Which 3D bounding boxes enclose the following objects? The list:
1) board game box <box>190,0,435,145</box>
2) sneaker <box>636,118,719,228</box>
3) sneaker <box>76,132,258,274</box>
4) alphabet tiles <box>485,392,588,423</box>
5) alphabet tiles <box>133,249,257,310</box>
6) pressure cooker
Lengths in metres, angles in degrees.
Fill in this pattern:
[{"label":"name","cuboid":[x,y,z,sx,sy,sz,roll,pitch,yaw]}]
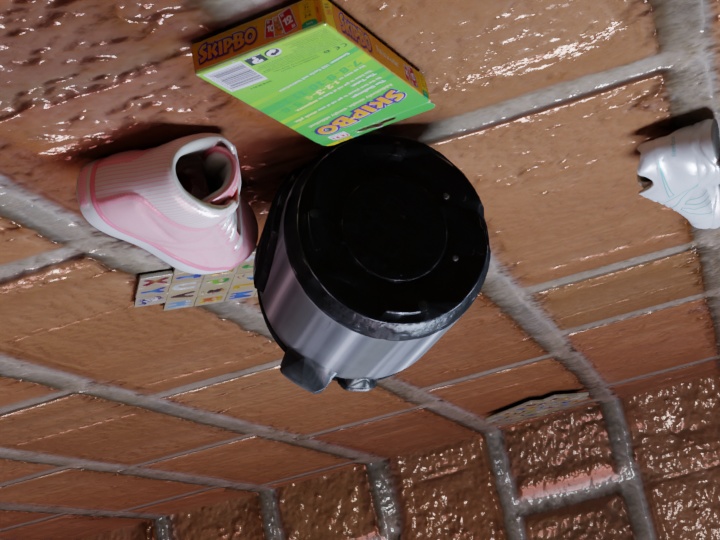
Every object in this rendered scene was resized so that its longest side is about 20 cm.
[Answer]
[{"label":"board game box","cuboid":[-0.025,-0.130,0.962,0.095,0.030,0.200,-18,162,20]},{"label":"sneaker","cuboid":[0.304,-0.090,1.334,0.079,0.071,0.200,-7,161,15]},{"label":"sneaker","cuboid":[-0.115,-0.050,1.085,0.104,0.076,0.200,-15,162,29]},{"label":"alphabet tiles","cuboid":[0.348,0.273,2.788,0.165,0.006,0.199,1,160,-40]},{"label":"alphabet tiles","cuboid":[-0.129,0.007,1.425,0.198,0.006,0.167,-9,164,-16]},{"label":"pressure cooker","cuboid":[0.002,0.002,1.172,0.174,0.180,0.200,-14,164,-18]}]
